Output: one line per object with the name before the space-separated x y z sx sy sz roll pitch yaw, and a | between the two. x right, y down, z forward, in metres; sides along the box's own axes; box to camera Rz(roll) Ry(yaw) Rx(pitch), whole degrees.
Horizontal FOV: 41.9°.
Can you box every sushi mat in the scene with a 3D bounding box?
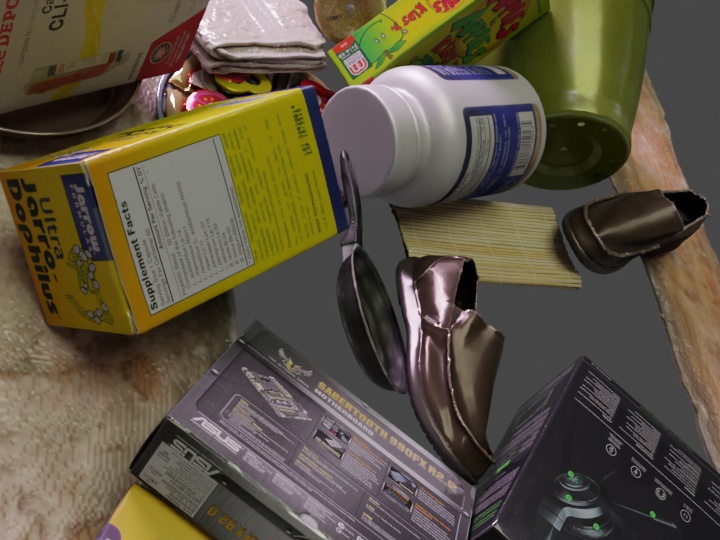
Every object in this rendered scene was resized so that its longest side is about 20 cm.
sushi mat | 0.119 -0.028 0.876 0.198 0.012 0.096 4 53 -30

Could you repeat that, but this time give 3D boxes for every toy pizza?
toy pizza | -0.079 -0.129 0.819 0.198 0.032 0.202 17 48 -20

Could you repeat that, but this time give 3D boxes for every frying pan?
frying pan | -0.003 0.003 0.703 0.115 0.031 0.192 -26 97 -78

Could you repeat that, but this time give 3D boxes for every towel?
towel | -0.123 -0.248 0.863 0.132 0.035 0.200 -10 50 -38

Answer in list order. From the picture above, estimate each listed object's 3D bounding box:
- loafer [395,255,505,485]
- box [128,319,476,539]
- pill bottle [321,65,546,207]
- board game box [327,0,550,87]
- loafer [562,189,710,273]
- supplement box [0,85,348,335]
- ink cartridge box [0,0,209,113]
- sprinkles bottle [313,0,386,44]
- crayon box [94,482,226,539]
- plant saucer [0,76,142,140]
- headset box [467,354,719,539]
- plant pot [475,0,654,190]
loafer | 0.074 0.062 0.715 0.073 0.070 0.202 48 26 -50
box | -0.025 0.132 0.591 0.199 0.048 0.158 37 20 -1
pill bottle | 0.062 -0.118 0.823 0.199 0.120 0.120 -12 62 -46
board game box | 0.075 -0.219 0.858 0.048 0.199 0.102 57 6 20
loafer | 0.277 -0.053 0.937 0.199 0.071 0.074 -16 71 -41
supplement box | -0.120 -0.047 0.644 0.199 0.109 0.110 -29 111 -44
ink cartridge box | -0.206 -0.200 0.669 0.199 0.145 0.084 -26 73 -42
sprinkles bottle | -0.006 -0.283 0.925 0.068 0.069 0.201 26 28 -12
crayon box | -0.101 0.242 0.486 0.172 0.058 0.201 34 43 -6
plant saucer | -0.270 -0.172 0.732 0.198 0.035 0.202 17 48 -19
headset box | 0.167 0.195 0.668 0.174 0.093 0.200 40 45 2
plant pot | 0.203 -0.195 0.954 0.198 0.200 0.195 17 59 -20
